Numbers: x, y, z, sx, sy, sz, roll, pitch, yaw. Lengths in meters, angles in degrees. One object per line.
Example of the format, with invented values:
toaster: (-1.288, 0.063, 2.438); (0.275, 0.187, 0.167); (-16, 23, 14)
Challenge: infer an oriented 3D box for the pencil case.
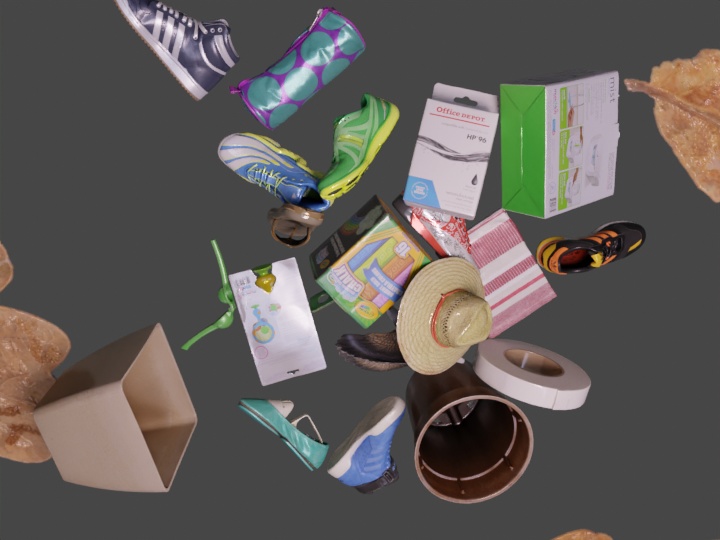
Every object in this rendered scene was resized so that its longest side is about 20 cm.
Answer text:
pencil case: (-0.092, -0.301, 1.122); (0.200, 0.085, 0.092); (-41, 127, 6)

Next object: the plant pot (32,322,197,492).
plant pot: (-0.398, 0.231, 1.214); (0.175, 0.200, 0.201); (-12, 112, 8)

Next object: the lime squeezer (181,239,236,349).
lime squeezer: (-0.239, 0.050, 1.256); (0.070, 0.038, 0.202); (23, 108, 16)

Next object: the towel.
towel: (0.237, 0.006, 1.321); (0.143, 0.023, 0.201); (-33, 110, 5)

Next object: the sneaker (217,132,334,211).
sneaker: (-0.124, -0.149, 1.159); (0.199, 0.105, 0.076); (22, 105, -16)

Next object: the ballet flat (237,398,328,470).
ballet flat: (-0.130, 0.271, 1.339); (0.200, 0.067, 0.071); (46, 73, -21)

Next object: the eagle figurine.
eagle figurine: (0.064, 0.118, 1.279); (0.199, 0.151, 0.152); (-32, 127, -8)

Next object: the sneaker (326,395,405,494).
sneaker: (0.040, 0.323, 1.368); (0.111, 0.077, 0.200); (37, 104, -13)

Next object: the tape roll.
tape roll: (0.292, 0.174, 1.292); (0.201, 0.203, 0.037); (10, 106, -13)

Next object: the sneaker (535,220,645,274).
sneaker: (0.409, -0.030, 1.298); (0.198, 0.090, 0.071); (-12, 111, -5)

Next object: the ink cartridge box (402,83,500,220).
ink cartridge box: (0.144, -0.190, 1.166); (0.115, 0.068, 0.202); (13, 90, 7)

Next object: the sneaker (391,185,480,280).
sneaker: (0.156, -0.077, 1.242); (0.108, 0.067, 0.201); (-44, 99, 8)

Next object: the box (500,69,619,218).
box: (0.315, -0.203, 1.183); (0.175, 0.096, 0.202); (-20, 115, -33)

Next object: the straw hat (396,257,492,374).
straw hat: (0.157, 0.077, 1.173); (0.200, 0.085, 0.203); (-11, 107, -38)

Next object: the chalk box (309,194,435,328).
chalk box: (0.000, 0.000, 1.224); (0.200, 0.125, 0.124); (-43, 110, 8)

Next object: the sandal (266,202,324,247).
sandal: (-0.102, -0.063, 1.146); (0.080, 0.200, 0.055); (12, 86, -13)

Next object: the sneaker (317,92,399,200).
sneaker: (-0.017, -0.190, 1.159); (0.083, 0.074, 0.201); (34, 65, -4)

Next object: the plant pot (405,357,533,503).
plant pot: (0.171, 0.257, 1.304); (0.198, 0.198, 0.202); (-3, 110, -7)

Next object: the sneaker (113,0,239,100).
sneaker: (-0.259, -0.355, 1.081); (0.108, 0.070, 0.200); (-35, 118, 9)

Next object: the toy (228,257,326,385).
toy: (-0.138, 0.082, 1.271); (0.114, 0.047, 0.202); (-15, 108, 0)
